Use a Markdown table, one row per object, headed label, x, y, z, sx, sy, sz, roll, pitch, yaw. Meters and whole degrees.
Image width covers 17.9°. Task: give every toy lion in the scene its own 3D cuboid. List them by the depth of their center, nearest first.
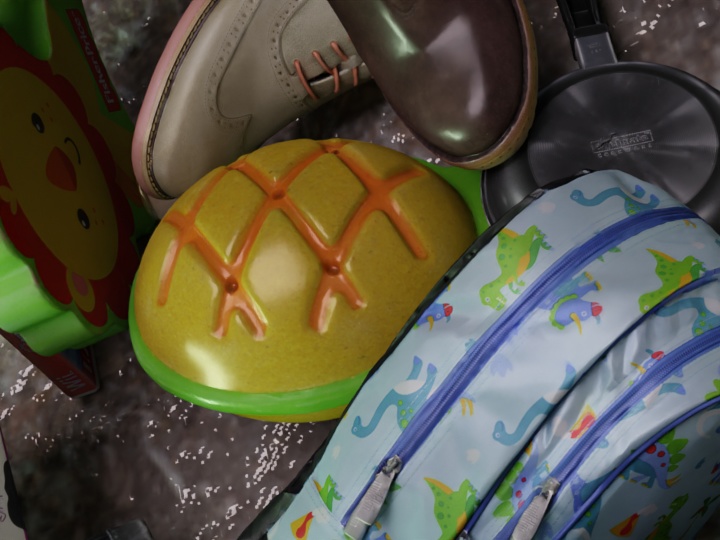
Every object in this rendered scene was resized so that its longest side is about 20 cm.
| label | x | y | z | sx | sy | sz | roll | pitch | yaw |
| --- | --- | --- | --- | --- | --- | --- | --- | --- | --- |
| toy lion | -0.143 | -0.065 | 0.985 | 0.069 | 0.192 | 0.200 | -23 | 90 | 19 |

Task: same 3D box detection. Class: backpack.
| label | x | y | z | sx | sy | sz | roll | pitch | yaw |
| --- | --- | --- | --- | --- | --- | --- | --- | --- | --- |
| backpack | 0.065 | 0.060 | 0.822 | 0.154 | 0.163 | 0.200 | 30 | 99 | 34 |

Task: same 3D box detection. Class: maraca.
| label | x | y | z | sx | sy | sz | roll | pitch | yaw |
| --- | --- | --- | --- | --- | --- | --- | --- | --- | --- |
| maraca | 0.000 | 0.000 | 0.941 | 0.200 | 0.107 | 0.137 | -10 | 50 | 10 |

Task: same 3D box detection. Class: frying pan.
| label | x | y | z | sx | sy | sz | roll | pitch | yaw |
| --- | --- | --- | --- | --- | --- | --- | --- | --- | --- |
| frying pan | 0.113 | -0.071 | 0.923 | 0.115 | 0.031 | 0.190 | 8 | 58 | 14 |

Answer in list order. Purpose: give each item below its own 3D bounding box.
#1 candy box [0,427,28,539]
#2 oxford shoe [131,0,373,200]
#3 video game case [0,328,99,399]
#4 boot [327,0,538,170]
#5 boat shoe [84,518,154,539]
| label | x | y | z | sx | sy | sz | roll | pitch | yaw |
| --- | --- | --- | --- | --- | --- | --- | --- | --- | --- |
| candy box | -0.209 | 0.122 | 1.006 | 0.200 | 0.061 | 0.136 | -56 | 44 | 47 |
| oxford shoe | -0.020 | -0.104 | 0.991 | 0.074 | 0.071 | 0.200 | 31 | 77 | 33 |
| video game case | -0.171 | -0.042 | 1.013 | 0.017 | 0.200 | 0.143 | -19 | 62 | 9 |
| boot | -0.018 | -0.137 | 0.888 | 0.072 | 0.166 | 0.200 | -36 | 60 | 24 |
| boat shoe | -0.063 | 0.181 | 0.935 | 0.071 | 0.072 | 0.200 | -34 | 66 | -11 |
